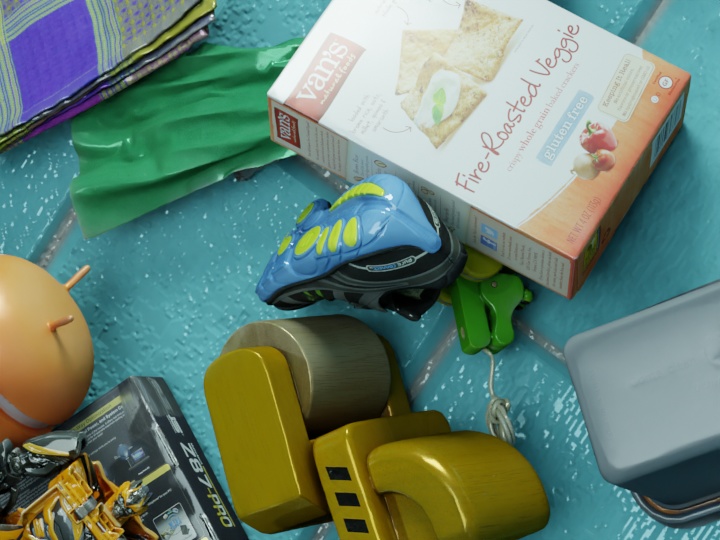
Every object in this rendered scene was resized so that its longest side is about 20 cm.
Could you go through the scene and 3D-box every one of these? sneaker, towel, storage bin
[{"bbox_3d":[0.000,0.000,1.579,0.083,0.199,0.071,37,72,-13],"label":"sneaker"},{"bbox_3d":[-0.178,-0.161,1.722,0.199,0.023,0.144,-28,57,20],"label":"towel"},{"bbox_3d":[0.208,0.063,1.499,0.199,0.134,0.146,-21,77,21],"label":"storage bin"}]

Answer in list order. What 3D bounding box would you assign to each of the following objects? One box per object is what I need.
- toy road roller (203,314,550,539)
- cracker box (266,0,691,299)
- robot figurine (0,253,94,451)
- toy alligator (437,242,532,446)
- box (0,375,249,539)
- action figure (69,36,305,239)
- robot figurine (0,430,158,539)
[{"bbox_3d":[0.016,0.109,1.567,0.145,0.123,0.201,-24,79,34],"label":"toy road roller"},{"bbox_3d":[0.065,-0.091,1.571,0.199,0.058,0.134,28,68,14],"label":"cracker box"},{"bbox_3d":[-0.241,0.067,1.679,0.200,0.144,0.117,-35,62,15],"label":"robot figurine"},{"bbox_3d":[0.072,0.002,1.608,0.054,0.059,0.201,-14,78,-20],"label":"toy alligator"},{"bbox_3d":[-0.167,0.182,1.695,0.200,0.049,0.162,-35,75,17],"label":"box"},{"bbox_3d":[-0.079,-0.093,1.678,0.199,0.055,0.119,-12,79,26],"label":"action figure"},{"bbox_3d":[-0.199,0.186,1.637,0.200,0.058,0.145,-38,93,19],"label":"robot figurine"}]
